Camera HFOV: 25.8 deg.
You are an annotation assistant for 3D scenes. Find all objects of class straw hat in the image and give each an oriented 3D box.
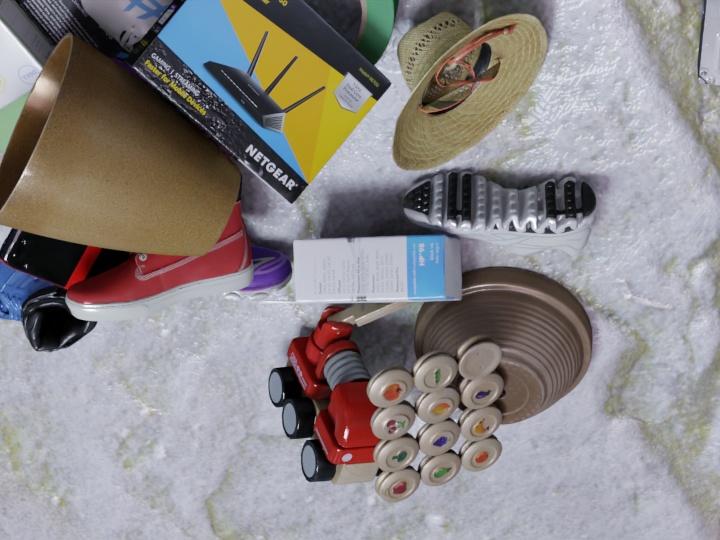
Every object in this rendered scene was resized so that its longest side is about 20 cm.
[{"bbox_3d":[0.080,-0.194,1.480,0.085,0.200,0.202,49,135,22],"label":"straw hat"}]

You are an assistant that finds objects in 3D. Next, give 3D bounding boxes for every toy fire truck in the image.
[{"bbox_3d":[0.001,0.108,1.718,0.128,0.177,0.201,-1,131,-26],"label":"toy fire truck"}]

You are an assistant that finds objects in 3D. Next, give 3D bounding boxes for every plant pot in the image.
[{"bbox_3d":[0.154,0.101,1.727,0.199,0.093,0.202,5,131,6],"label":"plant pot"},{"bbox_3d":[-0.219,-0.095,1.471,0.199,0.187,0.187,23,132,-21],"label":"plant pot"}]

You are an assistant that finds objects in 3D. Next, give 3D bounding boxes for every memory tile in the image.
[{"bbox_3d":[0.083,0.161,1.672,0.152,0.017,0.201,-18,132,-14],"label":"memory tile"}]

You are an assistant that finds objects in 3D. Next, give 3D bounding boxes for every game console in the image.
[{"bbox_3d":[-0.250,-0.062,1.605,0.176,0.031,0.201,24,104,-28],"label":"game console"}]

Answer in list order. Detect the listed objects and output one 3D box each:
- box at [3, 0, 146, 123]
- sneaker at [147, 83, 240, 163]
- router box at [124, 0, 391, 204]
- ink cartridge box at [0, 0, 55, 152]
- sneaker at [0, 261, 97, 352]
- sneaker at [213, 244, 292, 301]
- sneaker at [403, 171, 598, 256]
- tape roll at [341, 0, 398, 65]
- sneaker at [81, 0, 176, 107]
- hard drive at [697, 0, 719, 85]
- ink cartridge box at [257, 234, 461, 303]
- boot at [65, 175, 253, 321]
[{"bbox_3d":[-0.296,-0.223,1.562,0.199,0.036,0.143,-20,125,27],"label":"box"},{"bbox_3d":[-0.128,-0.138,1.580,0.198,0.080,0.096,9,147,-6],"label":"sneaker"},{"bbox_3d":[-0.092,-0.182,1.437,0.200,0.051,0.149,40,90,-24],"label":"router box"},{"bbox_3d":[-0.351,-0.174,1.562,0.145,0.048,0.200,-23,122,28],"label":"ink cartridge box"},{"bbox_3d":[-0.372,0.040,1.755,0.198,0.112,0.077,-6,130,15],"label":"sneaker"},{"bbox_3d":[-0.166,-0.029,1.685,0.198,0.081,0.084,16,120,-8],"label":"sneaker"},{"bbox_3d":[0.142,-0.050,1.614,0.198,0.076,0.081,5,143,8],"label":"sneaker"},{"bbox_3d":[-0.063,-0.259,1.479,0.198,0.048,0.202,5,131,5],"label":"tape roll"},{"bbox_3d":[-0.180,-0.203,1.477,0.199,0.073,0.072,35,144,-9],"label":"sneaker"},{"bbox_3d":[0.411,-0.230,1.425,0.198,0.038,0.141,4,131,8],"label":"hard drive"},{"bbox_3d":[0.000,0.000,1.641,0.198,0.116,0.067,-1,88,12],"label":"ink cartridge box"},{"bbox_3d":[-0.208,-0.035,1.578,0.198,0.072,0.145,-17,120,-21],"label":"boot"}]
